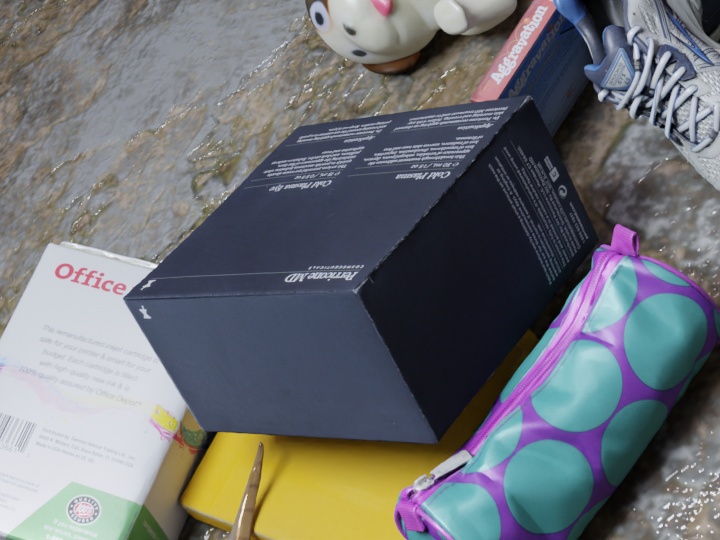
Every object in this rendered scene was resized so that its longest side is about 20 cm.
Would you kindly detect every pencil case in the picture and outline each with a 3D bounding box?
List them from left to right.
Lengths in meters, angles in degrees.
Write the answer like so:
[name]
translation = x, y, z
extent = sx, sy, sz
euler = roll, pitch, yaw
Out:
[pencil case]
translation = 0.107, 0.081, 0.975
extent = 0.201, 0.092, 0.085
euler = -51, 28, -9

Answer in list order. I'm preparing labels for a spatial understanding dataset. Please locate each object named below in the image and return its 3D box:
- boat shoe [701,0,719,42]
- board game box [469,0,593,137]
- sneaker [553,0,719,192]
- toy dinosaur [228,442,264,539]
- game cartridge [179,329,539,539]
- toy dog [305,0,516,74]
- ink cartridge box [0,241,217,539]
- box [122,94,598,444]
[boat shoe]
translation = 0.219, -0.196, 1.134
extent = 0.200, 0.062, 0.075
euler = -41, 45, 7
[board game box]
translation = 0.137, -0.160, 1.144
extent = 0.019, 0.103, 0.201
euler = 27, 75, 25
[sneaker]
translation = 0.173, -0.109, 1.046
extent = 0.201, 0.084, 0.077
euler = 57, 137, 32
[toy dinosaur]
translation = -0.065, 0.214, 1.048
extent = 0.105, 0.061, 0.201
euler = -26, 54, 0
[game cartridge]
translation = 0.000, 0.096, 1.105
extent = 0.199, 0.032, 0.177
euler = 13, 66, 43
[toy dog]
translation = 0.047, -0.229, 1.257
extent = 0.199, 0.140, 0.194
euler = -39, 27, 7
[ink cartridge box]
translation = -0.169, 0.096, 1.170
extent = 0.144, 0.088, 0.202
euler = 14, 66, 20
[box]
translation = 0.000, 0.000, 1.043
extent = 0.199, 0.105, 0.182
euler = -2, 34, 46
